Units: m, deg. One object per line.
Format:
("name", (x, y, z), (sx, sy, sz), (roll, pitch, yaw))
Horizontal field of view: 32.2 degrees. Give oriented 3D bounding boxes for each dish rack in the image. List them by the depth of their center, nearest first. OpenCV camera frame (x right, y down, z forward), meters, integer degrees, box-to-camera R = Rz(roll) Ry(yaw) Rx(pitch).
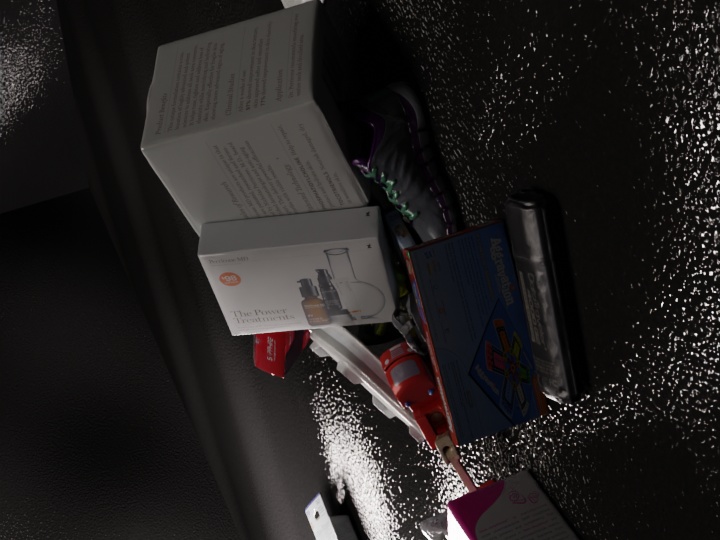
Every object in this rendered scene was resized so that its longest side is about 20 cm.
("dish rack", (0.018, 0.136, 1.522), (0.200, 0.044, 0.172), (43, 173, -25))

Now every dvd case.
("dvd case", (0.083, 0.041, 1.358), (0.200, 0.018, 0.143), (62, 179, 27))

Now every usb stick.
("usb stick", (0.167, 0.024, 1.129), (0.055, 0.033, 0.201), (20, 126, 60))

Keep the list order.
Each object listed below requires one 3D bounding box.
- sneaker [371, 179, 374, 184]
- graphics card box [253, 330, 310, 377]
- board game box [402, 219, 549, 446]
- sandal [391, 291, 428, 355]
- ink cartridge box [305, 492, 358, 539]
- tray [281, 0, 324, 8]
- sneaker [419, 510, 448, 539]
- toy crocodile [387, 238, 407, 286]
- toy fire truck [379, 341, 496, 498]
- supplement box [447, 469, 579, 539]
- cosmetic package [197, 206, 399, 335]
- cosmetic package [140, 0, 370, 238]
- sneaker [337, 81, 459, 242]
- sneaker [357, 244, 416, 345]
("sneaker", (-0.038, -0.132, 1.531), (0.200, 0.077, 0.085), (20, 130, 69))
("graphics card box", (-0.067, 0.026, 1.591), (0.051, 0.200, 0.126), (25, 146, 13))
("board game box", (0.114, 0.060, 1.210), (0.019, 0.103, 0.201), (-161, 55, -72))
("sandal", (0.060, 0.063, 1.333), (0.076, 0.043, 0.200), (63, 178, 1))
("ink cartridge box", (-0.035, 0.497, 2.211), (0.196, 0.043, 0.200), (118, 133, -69))
("tray", (-0.072, -0.362, 1.484), (0.108, 0.022, 0.200), (65, 162, 18))
("sneaker", (0.135, 0.349, 1.479), (0.200, 0.075, 0.114), (174, 80, -70))
("toy crocodile", (-0.027, -0.047, 1.452), (0.200, 0.067, 0.062), (47, -164, 0))
("toy fire truck", (0.095, 0.185, 1.391), (0.200, 0.049, 0.141), (56, -172, -39))
("supplement box", (0.177, 0.319, 1.280), (0.200, 0.101, 0.104), (-125, 23, -44))
("cosmetic package", (-0.064, 0.003, 1.387), (0.151, 0.199, 0.052), (74, -167, -48))
("cosmetic package", (-0.107, -0.160, 1.358), (0.166, 0.199, 0.168), (60, -156, -46))
("sneaker", (0.038, -0.093, 1.310), (0.074, 0.087, 0.201), (165, 87, -73))
("sneaker", (0.000, 0.000, 1.515), (0.075, 0.084, 0.200), (95, 152, -66))
